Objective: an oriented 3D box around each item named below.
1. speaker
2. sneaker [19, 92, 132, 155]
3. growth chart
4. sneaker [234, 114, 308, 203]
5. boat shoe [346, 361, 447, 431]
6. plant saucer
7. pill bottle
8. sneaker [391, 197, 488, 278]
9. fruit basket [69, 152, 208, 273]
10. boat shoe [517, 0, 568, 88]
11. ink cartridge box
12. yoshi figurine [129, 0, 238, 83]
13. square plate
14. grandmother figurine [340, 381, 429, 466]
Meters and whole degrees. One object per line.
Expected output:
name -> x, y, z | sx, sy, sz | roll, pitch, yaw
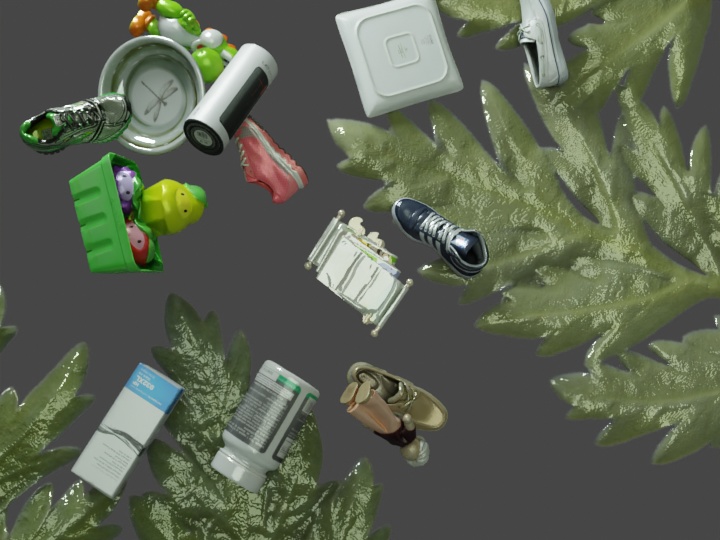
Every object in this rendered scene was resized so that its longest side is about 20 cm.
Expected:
speaker -> -0.219, -0.293, 1.660 | 0.081, 0.081, 0.201 | 32, 58, -4
sneaker -> -0.481, -0.247, 1.655 | 0.197, 0.085, 0.079 | -20, 90, 3
growth chart -> 0.000, 0.000, 1.757 | 0.200, 0.018, 0.145 | 43, 79, -3
sneaker -> -0.185, -0.201, 1.720 | 0.200, 0.074, 0.087 | 44, 81, -2
boat shoe -> 0.068, 0.224, 1.720 | 0.198, 0.065, 0.073 | 31, 81, -5
plant saucer -> -0.357, -0.303, 1.698 | 0.197, 0.050, 0.204 | 1, 95, 11
pill bottle -> -0.163, 0.265, 1.655 | 0.112, 0.113, 0.202 | 32, 80, -4
sneaker -> 0.147, -0.066, 1.740 | 0.199, 0.108, 0.070 | 40, 79, -3
fruit basket -> -0.365, -0.098, 1.655 | 0.212, 0.155, 0.219 | 0, 89, 8
boat shoe -> 0.328, -0.440, 1.824 | 0.066, 0.074, 0.203 | -20, 88, -13
ink cartridge box -> -0.378, 0.260, 1.606 | 0.083, 0.145, 0.201 | 32, 80, -3
yoshi figurine -> -0.308, -0.399, 1.709 | 0.198, 0.112, 0.113 | 30, 90, -7
square plate -> 0.074, -0.405, 1.805 | 0.195, 0.028, 0.203 | -18, 88, -10
grandmother figurine -> 0.049, 0.271, 1.690 | 0.200, 0.121, 0.061 | 46, 66, -25
